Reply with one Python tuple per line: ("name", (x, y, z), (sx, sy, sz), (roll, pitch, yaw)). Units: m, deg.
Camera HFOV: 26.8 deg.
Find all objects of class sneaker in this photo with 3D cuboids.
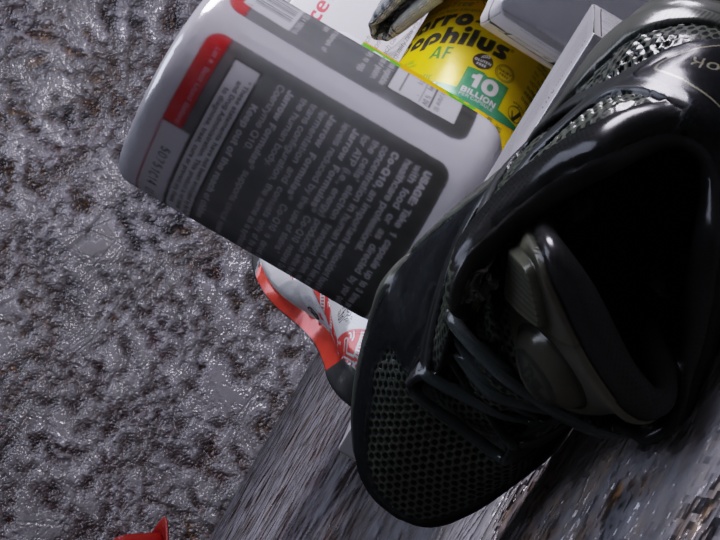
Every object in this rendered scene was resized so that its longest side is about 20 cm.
("sneaker", (0.001, 0.001, 0.978), (0.108, 0.067, 0.201), (-60, 34, 15))
("sneaker", (0.042, 0.020, 0.418), (0.200, 0.076, 0.114), (-52, 0, 37))

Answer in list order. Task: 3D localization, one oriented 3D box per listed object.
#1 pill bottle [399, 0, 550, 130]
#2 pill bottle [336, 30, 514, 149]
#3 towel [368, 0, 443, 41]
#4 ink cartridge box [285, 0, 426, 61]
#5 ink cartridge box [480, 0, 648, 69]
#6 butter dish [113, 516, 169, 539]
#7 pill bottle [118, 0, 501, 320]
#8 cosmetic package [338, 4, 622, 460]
("pill bottle", (0.086, -0.132, 1.002), (0.200, 0.112, 0.113), (-60, 2, -34))
("pill bottle", (0.002, -0.063, 0.841), (0.111, 0.199, 0.111), (-59, 2, 4))
("towel", (0.100, -0.249, 0.976), (0.193, 0.035, 0.200), (-56, 11, -33))
("ink cartridge box", (0.034, -0.145, 1.117), (0.145, 0.199, 0.084), (-57, -2, -14))
("ink cartridge box", (0.134, -0.172, 0.773), (0.147, 0.086, 0.200), (-59, 1, 7))
("butter dish", (-0.411, 0.542, 2.585), (0.200, 0.147, 0.200), (-57, 30, 38))
("pill bottle", (-0.004, -0.045, 0.728), (0.114, 0.199, 0.114), (-60, 2, 3))
("cosmetic package", (0.064, -0.007, 0.628), (0.201, 0.050, 0.083), (-59, 0, 20))
